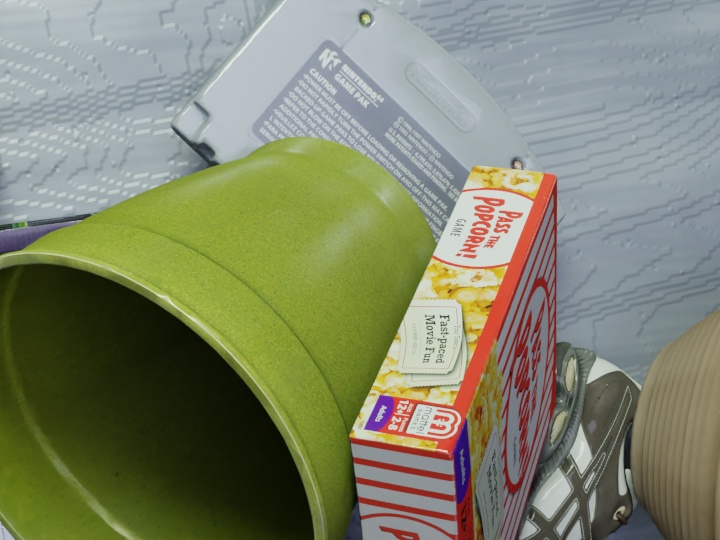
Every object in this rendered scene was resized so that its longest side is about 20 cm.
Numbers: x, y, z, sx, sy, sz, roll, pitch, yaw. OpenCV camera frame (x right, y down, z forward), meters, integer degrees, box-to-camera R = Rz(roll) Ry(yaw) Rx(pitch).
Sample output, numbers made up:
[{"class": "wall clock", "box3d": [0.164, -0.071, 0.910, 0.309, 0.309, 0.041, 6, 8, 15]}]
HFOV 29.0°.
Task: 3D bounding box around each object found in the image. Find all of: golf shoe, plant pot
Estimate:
[{"class": "golf shoe", "box3d": [0.113, 0.146, 0.800, 0.094, 0.078, 0.202, 19, 89, -14]}, {"class": "plant pot", "box3d": [-0.057, 0.035, 0.652, 0.201, 0.200, 0.193, 55, 41, -9]}, {"class": "plant pot", "box3d": [0.214, 0.095, 0.792, 0.200, 0.092, 0.203, -20, 114, -55]}]

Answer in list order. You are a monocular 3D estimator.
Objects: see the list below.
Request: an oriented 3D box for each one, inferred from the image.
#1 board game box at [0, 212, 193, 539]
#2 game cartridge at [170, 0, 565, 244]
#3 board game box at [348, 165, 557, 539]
[{"class": "board game box", "box3d": [-0.172, 0.075, 0.740, 0.164, 0.057, 0.202, -7, 94, -15]}, {"class": "game cartridge", "box3d": [0.012, -0.062, 0.767, 0.200, 0.041, 0.133, 43, 86, -12]}, {"class": "board game box", "box3d": [0.051, 0.069, 0.655, 0.046, 0.201, 0.152, 7, 129, 17]}]
